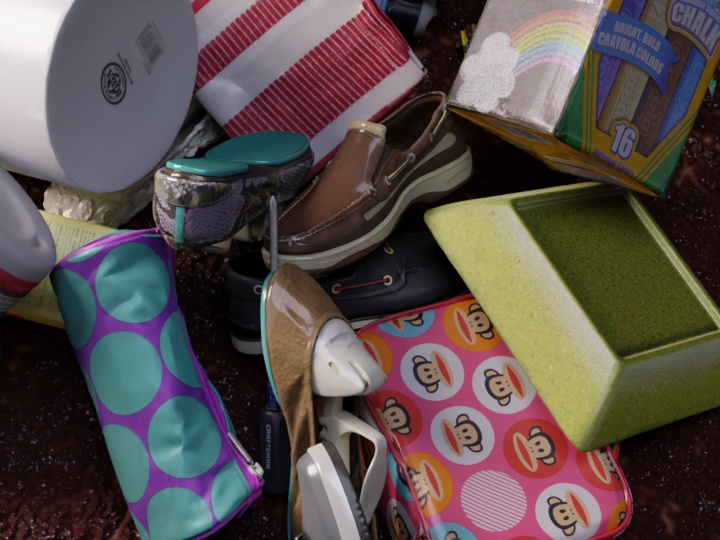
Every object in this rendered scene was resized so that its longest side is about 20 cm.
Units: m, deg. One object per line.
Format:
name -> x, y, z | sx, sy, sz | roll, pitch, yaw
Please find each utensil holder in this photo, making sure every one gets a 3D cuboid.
utensil holder -> -0.234, -0.150, 1.118 | 0.198, 0.171, 0.171 | 18, 56, 29

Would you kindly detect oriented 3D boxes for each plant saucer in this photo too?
plant saucer -> 0.169, 0.012, 1.146 | 0.199, 0.048, 0.201 | -10, 59, -45

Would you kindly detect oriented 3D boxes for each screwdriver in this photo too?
screwdriver -> -0.053, 0.052, 1.074 | 0.028, 0.203, 0.029 | -11, 24, -34

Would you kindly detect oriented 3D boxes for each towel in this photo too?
towel -> -0.064, -0.169, 1.170 | 0.144, 0.023, 0.201 | -38, 101, 9

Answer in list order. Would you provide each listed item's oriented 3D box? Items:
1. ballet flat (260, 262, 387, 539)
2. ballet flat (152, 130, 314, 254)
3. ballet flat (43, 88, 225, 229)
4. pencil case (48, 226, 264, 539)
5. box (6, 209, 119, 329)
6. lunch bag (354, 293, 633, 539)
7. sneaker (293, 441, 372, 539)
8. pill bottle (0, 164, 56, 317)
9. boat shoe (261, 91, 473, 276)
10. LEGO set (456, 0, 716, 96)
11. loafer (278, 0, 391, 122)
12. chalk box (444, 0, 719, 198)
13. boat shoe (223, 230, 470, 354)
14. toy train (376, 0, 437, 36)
ballet flat -> -0.016, 0.095, 1.051 | 0.072, 0.203, 0.068 | 2, 10, 36
ballet flat -> -0.085, -0.049, 1.094 | 0.072, 0.073, 0.200 | 31, 19, 10
ballet flat -> -0.155, -0.100, 1.200 | 0.072, 0.072, 0.200 | 39, 63, 14
pencil case -> -0.129, 0.072, 1.062 | 0.092, 0.085, 0.202 | -22, 87, 13
box -> -0.245, -0.008, 1.133 | 0.197, 0.050, 0.076 | 13, 79, -1
lunch bag -> 0.090, 0.112, 1.106 | 0.174, 0.082, 0.202 | -15, 63, -17
sneaker -> -0.046, 0.212, 1.003 | 0.119, 0.084, 0.203 | -12, 96, -9
pill bottle -> -0.300, 0.016, 1.043 | 0.200, 0.119, 0.120 | -41, 70, 9
boat shoe -> 0.000, -0.067, 1.132 | 0.074, 0.076, 0.202 | 9, 31, 36
LEGO set -> 0.180, -0.190, 1.270 | 0.197, 0.116, 0.155 | 4, 60, -6
loafer -> -0.025, -0.154, 1.211 | 0.201, 0.072, 0.073 | 51, 38, -11
chalk box -> 0.171, -0.173, 1.150 | 0.123, 0.124, 0.202 | 25, 88, -38
boat shoe -> 0.001, 0.001, 1.156 | 0.199, 0.064, 0.074 | -14, 27, -15
toy train -> -0.016, -0.245, 1.275 | 0.198, 0.115, 0.087 | 14, 23, -9
